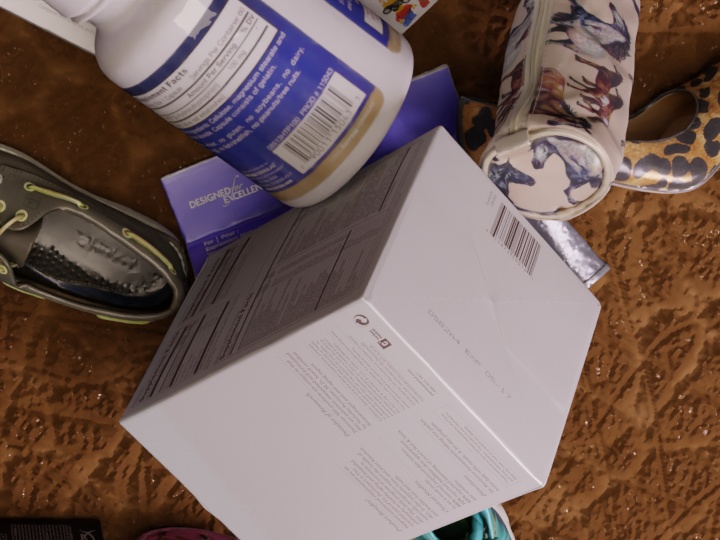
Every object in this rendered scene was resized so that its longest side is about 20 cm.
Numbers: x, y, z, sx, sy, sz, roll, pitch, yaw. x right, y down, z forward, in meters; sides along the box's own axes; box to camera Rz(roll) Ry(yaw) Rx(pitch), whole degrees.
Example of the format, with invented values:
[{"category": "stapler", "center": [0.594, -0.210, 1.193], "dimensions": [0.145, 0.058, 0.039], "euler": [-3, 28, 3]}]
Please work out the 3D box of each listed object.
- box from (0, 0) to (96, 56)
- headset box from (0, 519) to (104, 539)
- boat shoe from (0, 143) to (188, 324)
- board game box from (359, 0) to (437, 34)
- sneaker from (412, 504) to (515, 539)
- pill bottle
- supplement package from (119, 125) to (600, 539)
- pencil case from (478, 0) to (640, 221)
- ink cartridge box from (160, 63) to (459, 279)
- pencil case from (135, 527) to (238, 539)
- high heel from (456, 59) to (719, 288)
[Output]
[{"category": "box", "center": [-0.147, -0.233, 1.245], "dimensions": [0.144, 0.036, 0.201], "euler": [25, 101, -19]}, {"category": "headset box", "center": [-0.263, 0.237, 1.357], "dimensions": [0.198, 0.077, 0.150], "euler": [3, 108, -14]}, {"category": "boat shoe", "center": [-0.196, -0.023, 1.291], "dimensions": [0.200, 0.060, 0.073], "euler": [21, 105, -17]}, {"category": "board game box", "center": [0.056, -0.235, 1.253], "dimensions": [0.200, 0.035, 0.126], "euler": [-43, 147, 4]}, {"category": "sneaker", "center": [0.057, 0.168, 1.386], "dimensions": [0.077, 0.080, 0.201], "euler": [-27, 133, 0]}, {"category": "pill bottle", "center": [-0.079, -0.136, 1.211], "dimensions": [0.199, 0.120, 0.120], "euler": [36, 98, -23]}, {"category": "supplement package", "center": [0.001, 0.052, 1.220], "dimensions": [0.199, 0.151, 0.152], "euler": [-27, 116, 38]}, {"category": "pencil case", "center": [0.118, -0.123, 1.255], "dimensions": [0.077, 0.201, 0.089], "euler": [-20, 132, 37]}, {"category": "ink cartridge box", "center": [0.000, 0.000, 1.351], "dimensions": [0.197, 0.043, 0.201], "euler": [-22, 110, -3]}, {"category": "pencil case", "center": [-0.118, 0.265, 1.393], "dimensions": [0.086, 0.083, 0.202], "euler": [5, 106, -8]}, {"category": "high heel", "center": [0.154, -0.103, 1.322], "dimensions": [0.200, 0.071, 0.143], "euler": [-46, 112, -13]}]
